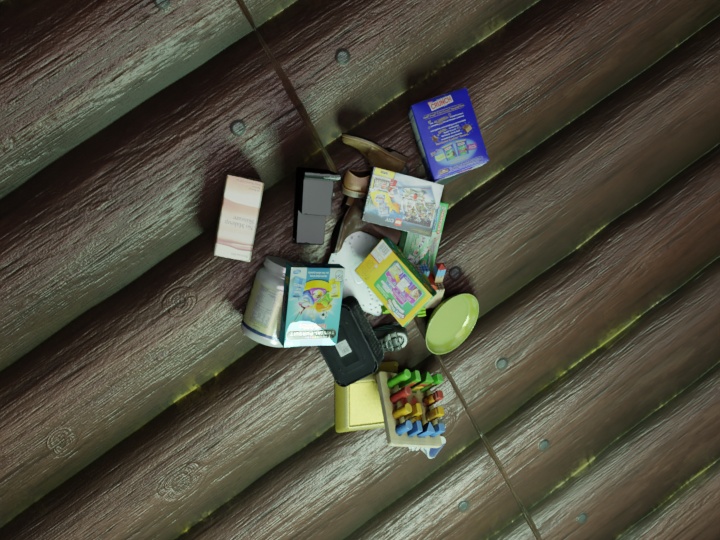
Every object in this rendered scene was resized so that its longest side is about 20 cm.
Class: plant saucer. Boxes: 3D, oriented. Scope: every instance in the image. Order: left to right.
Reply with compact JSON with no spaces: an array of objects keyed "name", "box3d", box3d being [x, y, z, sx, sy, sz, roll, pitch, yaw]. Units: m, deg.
[{"name":"plant saucer","box3d":[0.023,0.378,1.724,0.192,0.048,0.208,-3,103,-12]},{"name":"plant saucer","box3d":[0.258,0.148,1.705,0.195,0.031,0.206,-21,129,-27]}]

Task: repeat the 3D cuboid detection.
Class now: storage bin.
[{"name":"storage bin","box3d":[-0.037,0.192,1.604,0.132,0.094,0.205,-27,93,18]}]

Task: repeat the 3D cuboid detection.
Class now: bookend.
[{"name":"bookend","box3d":[-0.116,-0.151,1.497,0.089,0.200,0.207,2,101,-13]}]

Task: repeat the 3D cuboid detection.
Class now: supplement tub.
[{"name":"supplement tub","box3d":[-0.222,0.080,1.549,0.141,0.145,0.206,17,98,-16]}]

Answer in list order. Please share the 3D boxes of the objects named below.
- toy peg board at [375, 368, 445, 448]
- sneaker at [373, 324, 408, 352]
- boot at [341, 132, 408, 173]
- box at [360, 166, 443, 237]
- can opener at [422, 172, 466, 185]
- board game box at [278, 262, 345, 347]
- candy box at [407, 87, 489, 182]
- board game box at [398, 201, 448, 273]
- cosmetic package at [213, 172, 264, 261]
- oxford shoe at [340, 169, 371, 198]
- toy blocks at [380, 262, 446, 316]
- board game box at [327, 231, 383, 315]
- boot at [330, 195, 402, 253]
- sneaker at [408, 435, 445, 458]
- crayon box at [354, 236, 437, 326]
[{"name":"toy peg board","box3d":[0.159,0.374,1.643,0.195,0.205,0.097,14,143,-36]},{"name":"sneaker","box3d":[0.045,0.204,1.683,0.193,0.080,0.078,-14,111,11]},{"name":"boot","box3d":[0.030,-0.305,1.571,0.195,0.074,0.077,21,107,-19]},{"name":"box","box3d":[0.108,-0.179,1.543,0.193,0.038,0.142,13,100,-10]},{"name":"can opener","box3d":[0.211,-0.246,1.641,0.196,0.053,0.067,-32,142,-3]},{"name":"board game box","box3d":[-0.122,0.087,1.490,0.146,0.047,0.208,0,104,-26]},{"name":"candy box","box3d":[0.233,-0.359,1.578,0.164,0.077,0.207,-18,91,-7]},{"name":"board game box","box3d":[0.168,-0.094,1.636,0.131,0.029,0.207,3,104,-40]},{"name":"cosmetic package","box3d":[-0.313,-0.137,1.511,0.100,0.087,0.208,8,100,-16]},{"name":"oxford shoe","box3d":[0.048,-0.230,1.572,0.193,0.072,0.073,4,120,-19]},{"name":"toy blocks","box3d":[0.156,0.044,1.623,0.192,0.102,0.139,-6,139,-14]},{"name":"board game box","box3d":[0.000,0.000,1.648,0.194,0.026,0.206,19,96,-17]},{"name":"boot","box3d":[0.026,-0.095,1.591,0.196,0.064,0.192,26,70,-20]},{"name":"sneaker","box3d":[0.171,0.482,1.767,0.081,0.115,0.198,-50,137,3]},{"name":"crayon box","box3d":[0.092,0.029,1.547,0.201,0.058,0.119,48,112,8]}]
